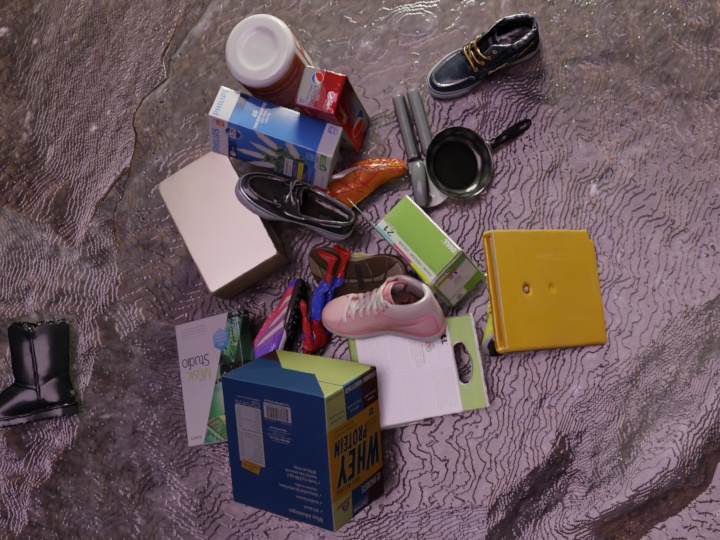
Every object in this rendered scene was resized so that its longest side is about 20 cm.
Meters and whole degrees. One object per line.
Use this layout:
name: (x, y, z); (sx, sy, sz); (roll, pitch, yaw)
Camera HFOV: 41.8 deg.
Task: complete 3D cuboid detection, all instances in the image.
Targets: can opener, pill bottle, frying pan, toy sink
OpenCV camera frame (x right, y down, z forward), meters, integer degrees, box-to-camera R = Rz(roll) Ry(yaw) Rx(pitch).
can opener: (0.095, -0.198, 1.516); (0.052, 0.066, 0.204); (-15, 75, 11)
pill bottle: (-0.135, -0.319, 1.506); (0.110, 0.200, 0.115); (-2, 82, 11)
frying pan: (0.176, -0.198, 1.494); (0.114, 0.031, 0.191); (38, 76, -7)
toy sink: (-0.221, -0.074, 1.537); (0.129, 0.112, 0.202); (-30, 81, 2)

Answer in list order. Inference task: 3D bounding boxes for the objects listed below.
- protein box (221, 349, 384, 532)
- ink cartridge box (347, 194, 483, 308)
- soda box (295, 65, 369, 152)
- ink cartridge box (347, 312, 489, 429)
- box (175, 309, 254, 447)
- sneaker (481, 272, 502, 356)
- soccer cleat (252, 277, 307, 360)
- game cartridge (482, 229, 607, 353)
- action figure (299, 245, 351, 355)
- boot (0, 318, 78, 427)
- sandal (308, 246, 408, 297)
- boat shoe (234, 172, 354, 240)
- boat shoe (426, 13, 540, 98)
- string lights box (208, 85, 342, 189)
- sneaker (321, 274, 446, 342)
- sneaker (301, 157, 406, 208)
protein box: (-0.084, 0.244, 1.395); (0.196, 0.134, 0.204); (6, 107, 34)
ink cartridge box: (0.085, -0.047, 1.406); (0.076, 0.200, 0.148); (-44, 55, 3)
soda box: (-0.041, -0.249, 1.477); (0.069, 0.200, 0.064); (17, 84, 14)
ink cartridge box: (0.091, 0.159, 1.455); (0.196, 0.076, 0.151); (-11, 80, 8)
box: (-0.230, 0.175, 1.521); (0.143, 0.036, 0.204); (-15, 80, 34)
sneaker: (0.221, 0.041, 1.444); (0.075, 0.076, 0.202); (16, 63, 22)
soccer cleat: (-0.141, 0.105, 1.524); (0.072, 0.068, 0.204); (16, 89, 17)
game cartridge: (0.276, 0.029, 1.404); (0.197, 0.032, 0.180); (-1, 80, -31)
action figure: (-0.065, 0.058, 1.491); (0.051, 0.065, 0.203); (24, 116, 24)
boot: (-0.579, 0.176, 1.597); (0.196, 0.076, 0.171); (-11, 84, 3)
sandal: (0.000, 0.000, 1.497); (0.197, 0.054, 0.082); (2, 105, 37)
boat shoe: (-0.097, -0.112, 1.468); (0.197, 0.071, 0.073); (18, 64, -9)
boat shoe: (0.191, -0.346, 1.497); (0.198, 0.091, 0.072); (-26, 78, 8)
string lights box: (-0.132, -0.204, 1.456); (0.197, 0.103, 0.060); (18, 65, 1)
sneaker: (0.025, 0.048, 1.397); (0.197, 0.105, 0.076); (4, 55, 22)
sneaker: (-0.015, -0.134, 1.535); (0.197, 0.073, 0.078); (-17, 102, 13)
